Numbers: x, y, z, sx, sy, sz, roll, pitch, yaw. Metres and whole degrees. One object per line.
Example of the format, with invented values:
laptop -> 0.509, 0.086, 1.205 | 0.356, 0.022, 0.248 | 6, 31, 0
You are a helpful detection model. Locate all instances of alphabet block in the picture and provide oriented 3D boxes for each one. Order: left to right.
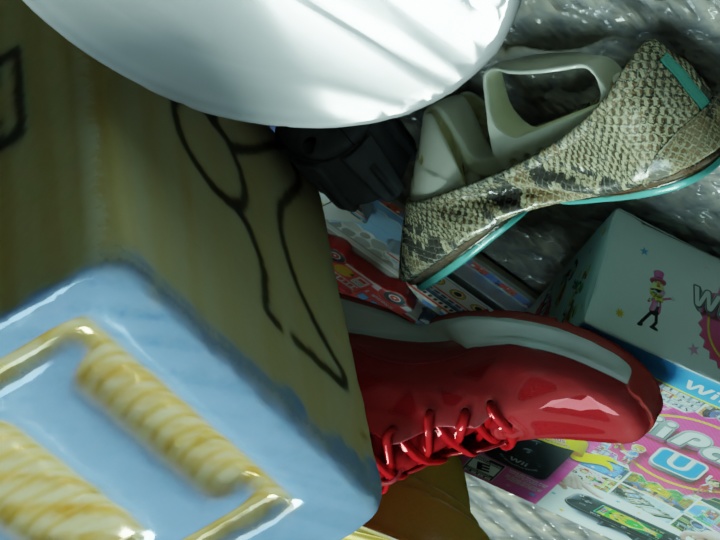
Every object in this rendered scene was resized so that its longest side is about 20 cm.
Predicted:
alphabet block -> -0.128, 0.021, 0.888 | 0.196, 0.200, 0.195 | -28, 132, 15

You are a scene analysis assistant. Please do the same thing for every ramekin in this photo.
ramekin -> -0.031, -0.148, 0.723 | 0.201, 0.095, 0.203 | 14, 145, 10

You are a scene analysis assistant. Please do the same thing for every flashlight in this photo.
flashlight -> -0.042, -0.099, 0.893 | 0.068, 0.068, 0.200 | -6, 141, 35

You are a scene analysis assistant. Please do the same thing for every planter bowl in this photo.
planter bowl -> -0.012, 0.101, 1.066 | 0.199, 0.084, 0.200 | 17, 163, 5

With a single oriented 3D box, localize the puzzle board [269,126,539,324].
puzzle board -> 0.000, 0.000, 1.105 | 0.200, 0.017, 0.151 | 34, 154, -20

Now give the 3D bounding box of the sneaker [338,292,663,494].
sneaker -> 0.026, 0.079, 0.942 | 0.199, 0.116, 0.078 | 6, 147, 25

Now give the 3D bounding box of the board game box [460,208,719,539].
board game box -> 0.143, 0.065, 1.025 | 0.147, 0.064, 0.200 | 24, 151, -4

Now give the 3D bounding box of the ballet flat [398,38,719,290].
ballet flat -> 0.069, -0.052, 0.901 | 0.200, 0.068, 0.075 | -23, 106, 51
